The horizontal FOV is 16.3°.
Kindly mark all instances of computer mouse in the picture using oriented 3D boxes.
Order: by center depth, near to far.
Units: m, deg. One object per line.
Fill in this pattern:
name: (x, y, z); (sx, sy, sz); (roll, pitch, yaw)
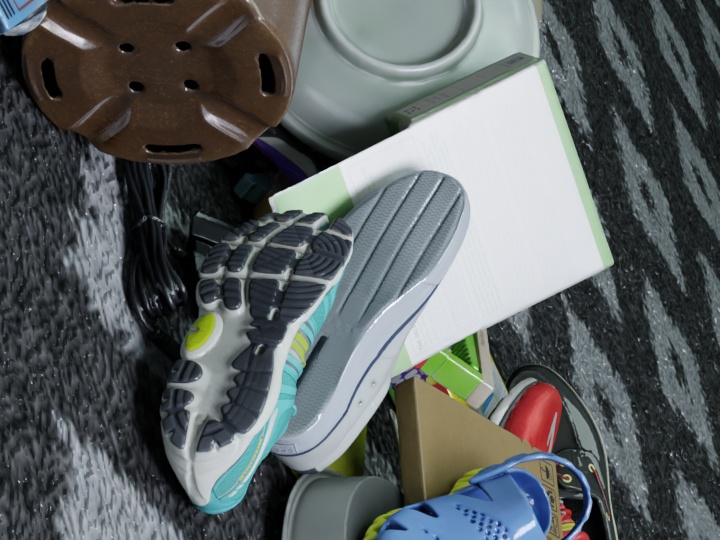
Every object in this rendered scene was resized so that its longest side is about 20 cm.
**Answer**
computer mouse: (-0.071, 0.024, 1.472); (0.200, 0.046, 0.141); (52, 24, -41)

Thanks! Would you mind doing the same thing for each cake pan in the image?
cake pan: (0.013, 0.210, 1.490); (0.200, 0.037, 0.201); (52, 28, -43)

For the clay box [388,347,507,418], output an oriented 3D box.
clay box: (0.043, 0.045, 1.773); (0.201, 0.047, 0.115); (64, 21, -10)

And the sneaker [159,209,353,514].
sneaker: (-0.060, 0.046, 1.399); (0.080, 0.077, 0.201); (83, 26, -48)

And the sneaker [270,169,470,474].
sneaker: (0.000, 0.030, 1.491); (0.073, 0.200, 0.071); (29, -18, 23)

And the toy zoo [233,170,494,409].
toy zoo: (0.000, 0.000, 1.630); (0.200, 0.020, 0.131); (34, 20, -17)

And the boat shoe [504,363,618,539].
boat shoe: (0.153, 0.166, 1.904); (0.063, 0.073, 0.203); (27, 48, -75)

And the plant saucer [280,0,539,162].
plant saucer: (0.021, -0.161, 1.598); (0.050, 0.199, 0.201); (111, -33, -65)

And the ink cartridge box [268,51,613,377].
ink cartridge box: (0.046, -0.028, 1.555); (0.048, 0.199, 0.146); (30, -36, 65)

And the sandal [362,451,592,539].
sandal: (0.070, 0.155, 1.465); (0.080, 0.087, 0.200); (61, 36, -4)

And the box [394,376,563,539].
box: (0.080, 0.182, 1.565); (0.163, 0.021, 0.201); (32, 44, -45)

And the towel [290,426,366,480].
towel: (-0.015, 0.085, 1.610); (0.086, 0.018, 0.200); (56, 22, -30)

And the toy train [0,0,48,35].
toy train: (-0.221, -0.200, 1.246); (0.201, 0.086, 0.114); (63, 24, -15)

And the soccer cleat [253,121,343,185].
soccer cleat: (-0.039, -0.084, 1.622); (0.200, 0.068, 0.073); (42, -21, 9)

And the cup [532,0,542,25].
cup: (0.020, -0.131, 1.709); (0.200, 0.199, 0.144); (49, 38, -44)

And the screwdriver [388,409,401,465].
screwdriver: (0.047, 0.182, 1.644); (0.028, 0.029, 0.201); (32, 45, -61)

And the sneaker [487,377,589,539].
sneaker: (0.117, 0.169, 1.696); (0.077, 0.084, 0.201); (52, 46, -52)

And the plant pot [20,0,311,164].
plant pot: (-0.106, -0.181, 1.408); (0.200, 0.199, 0.199); (50, 33, -43)
